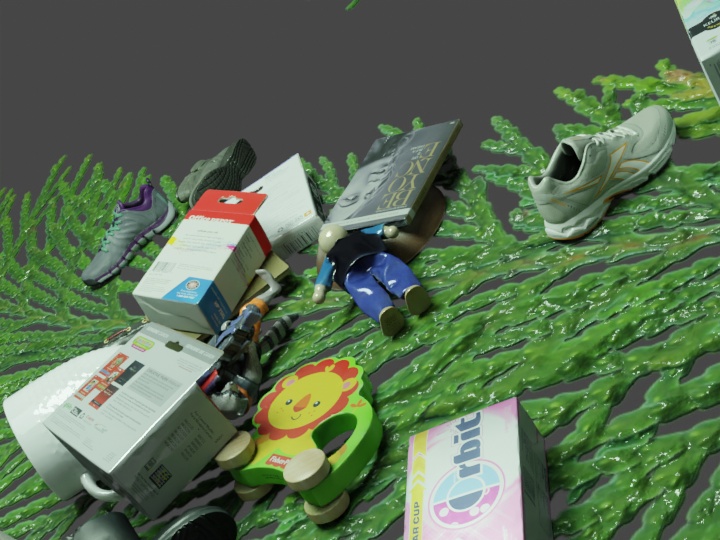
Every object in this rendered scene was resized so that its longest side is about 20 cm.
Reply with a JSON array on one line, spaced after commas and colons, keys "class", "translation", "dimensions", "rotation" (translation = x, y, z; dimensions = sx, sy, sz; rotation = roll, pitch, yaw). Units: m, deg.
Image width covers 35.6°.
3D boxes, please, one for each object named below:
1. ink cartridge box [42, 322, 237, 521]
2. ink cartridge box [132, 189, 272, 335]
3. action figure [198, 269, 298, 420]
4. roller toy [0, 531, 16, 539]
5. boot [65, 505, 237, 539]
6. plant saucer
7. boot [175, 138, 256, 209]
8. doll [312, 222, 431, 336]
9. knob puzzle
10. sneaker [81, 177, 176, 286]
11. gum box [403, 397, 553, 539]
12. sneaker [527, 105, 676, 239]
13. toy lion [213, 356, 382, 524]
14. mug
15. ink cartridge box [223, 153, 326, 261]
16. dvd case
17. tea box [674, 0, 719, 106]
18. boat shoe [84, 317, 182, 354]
[{"class": "ink cartridge box", "translation": [-0.234, 0.159, 1.253], "dimensions": [0.176, 0.084, 0.200], "rotation": [-46, 31, -19]}, {"class": "ink cartridge box", "translation": [-0.200, -0.015, 1.502], "dimensions": [0.116, 0.067, 0.201], "rotation": [7, 51, 31]}, {"class": "action figure", "translation": [-0.133, 0.095, 1.363], "dimensions": [0.200, 0.104, 0.194], "rotation": [-43, 23, 46]}, {"class": "roller toy", "translation": [-0.453, 0.378, 1.263], "dimensions": [0.199, 0.140, 0.183], "rotation": [9, 63, 47]}, {"class": "boot", "translation": [-0.240, 0.300, 1.207], "dimensions": [0.200, 0.076, 0.168], "rotation": [-48, 34, -6]}, {"class": "plant saucer", "translation": [0.017, -0.058, 1.481], "dimensions": [0.200, 0.037, 0.201], "rotation": [-28, 31, 18]}, {"class": "boot", "translation": [-0.258, -0.135, 1.865], "dimensions": [0.130, 0.068, 0.200], "rotation": [-22, 25, 34]}, {"class": "doll", "translation": [0.000, 0.000, 1.362], "dimensions": [0.136, 0.049, 0.200], "rotation": [-38, 42, -4]}, {"class": "knob puzzle", "translation": [-0.211, 0.015, 1.551], "dimensions": [0.218, 0.031, 0.221], "rotation": [-15, 43, 14]}, {"class": "sneaker", "translation": [-0.408, -0.066, 1.889], "dimensions": [0.200, 0.088, 0.074], "rotation": [-45, 31, -14]}, {"class": "gum box", "translation": [0.102, 0.210, 0.980], "dimensions": [0.113, 0.066, 0.201], "rotation": [-22, 32, 21]}, {"class": "sneaker", "translation": [0.270, -0.128, 1.251], "dimensions": [0.200, 0.092, 0.076], "rotation": [-44, 31, -13]}, {"class": "toy lion", "translation": [-0.050, 0.169, 1.218], "dimensions": [0.199, 0.069, 0.192], "rotation": [3, 41, 49]}, {"class": "mug", "translation": [-0.319, 0.196, 1.397], "dimensions": [0.175, 0.148, 0.200], "rotation": [-32, 59, -9]}, {"class": "ink cartridge box", "translation": [-0.149, -0.066, 1.656], "dimensions": [0.197, 0.043, 0.200], "rotation": [-32, 33, 9]}, {"class": "dvd case", "translation": [0.041, -0.121, 1.492], "dimensions": [0.148, 0.016, 0.201], "rotation": [-9, 40, 40]}, {"class": "tea box", "translation": [0.459, -0.263, 1.197], "dimensions": [0.199, 0.134, 0.197], "rotation": [-25, 31, 20]}, {"class": "boat shoe", "translation": [-0.330, 0.123, 1.559], "dimensions": [0.200, 0.074, 0.063], "rotation": [-25, 33, 9]}]
